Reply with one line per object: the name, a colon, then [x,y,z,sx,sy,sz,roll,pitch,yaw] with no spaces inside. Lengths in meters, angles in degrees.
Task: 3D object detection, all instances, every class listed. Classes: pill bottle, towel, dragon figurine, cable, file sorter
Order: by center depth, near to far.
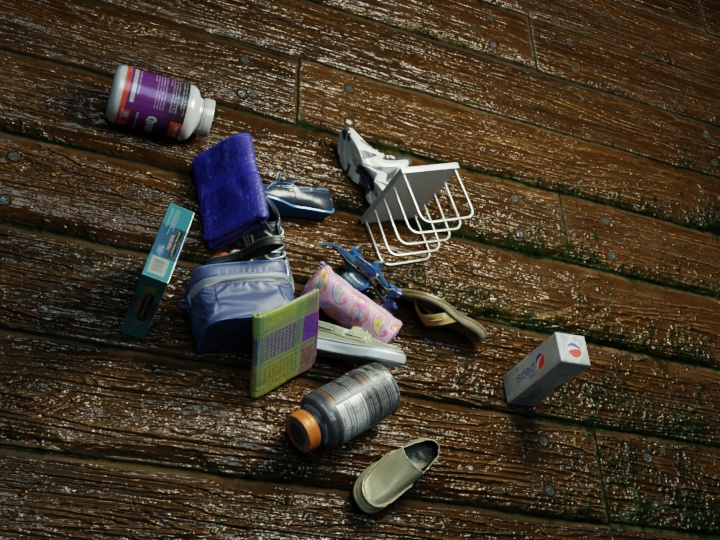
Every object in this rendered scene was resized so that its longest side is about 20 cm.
towel: [-0.134,0.128,1.607,0.143,0.201,0.023,-25,49,-32]
pill bottle: [-0.034,0.245,1.628,0.200,0.106,0.106,-24,72,-35]
cable: [-0.214,-0.035,1.665,0.097,0.200,0.051,5,66,-30]
towel: [-0.255,-0.154,1.760,0.049,0.147,0.201,25,42,-54]
dragon figurine: [0.000,0.000,1.807,0.200,0.059,0.099,34,18,-11]
pill bottle: [-0.392,-0.324,1.819,0.199,0.113,0.113,13,55,-17]
file sorter: [0.115,-0.109,1.873,0.138,0.200,0.125,-8,68,-29]

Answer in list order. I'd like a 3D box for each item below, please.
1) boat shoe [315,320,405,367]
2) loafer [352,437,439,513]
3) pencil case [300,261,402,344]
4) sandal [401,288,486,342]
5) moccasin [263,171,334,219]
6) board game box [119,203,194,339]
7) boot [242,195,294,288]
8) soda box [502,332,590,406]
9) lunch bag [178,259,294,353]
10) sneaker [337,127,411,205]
boat shoe: [-0.012,0.133,1.702,0.199,0.072,0.062,11,72,3]
loafer: [0.066,0.351,1.632,0.200,0.068,0.076,-34,78,-37]
pencil case: [-0.017,0.072,1.763,0.200,0.087,0.087,38,51,3]
sandal: [0.159,0.096,1.840,0.200,0.080,0.054,32,76,-8]
moccasin: [-0.149,-0.150,1.854,0.199,0.080,0.069,12,69,-34]
board game box: [-0.346,0.004,1.573,0.047,0.200,0.151,22,53,-11]
boot: [-0.173,-0.045,1.758,0.073,0.090,0.200,-15,67,-32]
soda box: [0.357,0.194,1.788,0.068,0.200,0.064,9,56,-22]
lunch bag: [-0.221,0.056,1.641,0.199,0.136,0.133,-3,61,-26]
sneaker: [0.043,-0.229,1.993,0.129,0.080,0.199,-20,65,-39]
